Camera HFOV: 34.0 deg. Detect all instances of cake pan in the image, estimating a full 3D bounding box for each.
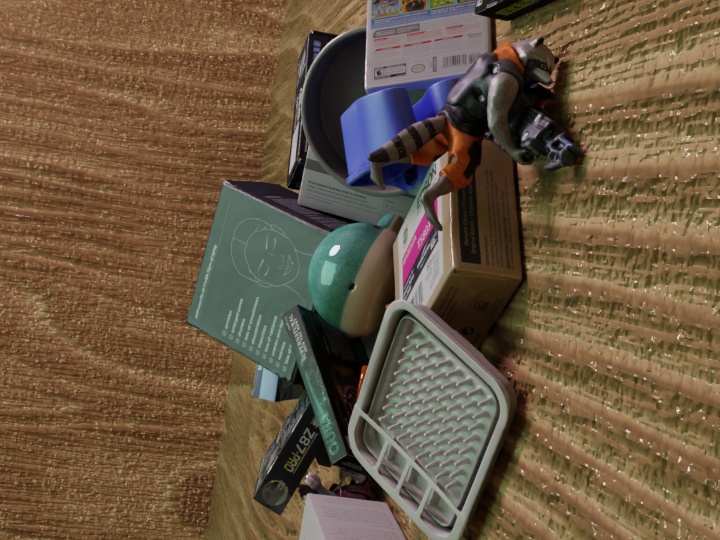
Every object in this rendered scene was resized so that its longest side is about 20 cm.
[{"bbox_3d":[0.027,-0.190,1.398,0.037,0.198,0.203,-40,-34,-65],"label":"cake pan"}]

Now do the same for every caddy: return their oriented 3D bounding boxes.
[{"bbox_3d":[0.056,-0.134,1.277,0.200,0.139,0.107,160,99,-77],"label":"caddy"}]

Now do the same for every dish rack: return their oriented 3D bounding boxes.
[{"bbox_3d":[0.071,0.141,1.123,0.171,0.043,0.202,43,131,35],"label":"dish rack"}]

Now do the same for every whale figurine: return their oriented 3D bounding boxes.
[{"bbox_3d":[0.000,0.000,1.402,0.200,0.103,0.161,-34,-33,-75],"label":"whale figurine"}]

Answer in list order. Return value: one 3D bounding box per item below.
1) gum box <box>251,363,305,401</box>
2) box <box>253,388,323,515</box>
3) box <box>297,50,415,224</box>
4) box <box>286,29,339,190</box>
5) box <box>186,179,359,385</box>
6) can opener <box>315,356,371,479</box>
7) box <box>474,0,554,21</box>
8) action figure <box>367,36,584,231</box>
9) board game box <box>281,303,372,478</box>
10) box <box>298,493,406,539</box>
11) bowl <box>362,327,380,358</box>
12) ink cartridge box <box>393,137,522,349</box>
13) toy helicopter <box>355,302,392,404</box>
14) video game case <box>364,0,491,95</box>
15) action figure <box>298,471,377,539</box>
[{"bbox_3d":[-0.083,0.102,1.755,0.199,0.044,0.173,6,-86,-64],"label":"gum box"},{"bbox_3d":[-0.079,0.217,1.544,0.162,0.049,0.200,-57,4,2],"label":"box"},{"bbox_3d":[0.016,-0.160,1.460,0.041,0.154,0.203,-54,-21,-70],"label":"box"},{"bbox_3d":[-0.007,-0.204,1.590,0.086,0.161,0.203,125,152,-65],"label":"box"},{"bbox_3d":[-0.098,0.012,1.520,0.195,0.123,0.203,26,106,31],"label":"box"},{"bbox_3d":[-0.014,0.194,1.558,0.054,0.066,0.202,-81,7,-55],"label":"can opener"},{"bbox_3d":[0.170,-0.357,1.143,0.193,0.047,0.203,-164,81,-80],"label":"box"},{"bbox_3d":[0.109,-0.131,1.051,0.194,0.105,0.200,-47,25,-3],"label":"action figure"},{"bbox_3d":[-0.016,0.145,1.362,0.028,0.135,0.202,-34,55,20],"label":"board game box"},{"bbox_3d":[-0.012,0.365,1.345,0.200,0.105,0.155,-135,55,-76],"label":"box"},{"bbox_3d":[-0.025,0.065,1.664,0.201,0.089,0.204,-172,90,-78],"label":"bowl"},{"bbox_3d":[0.093,-0.010,1.193,0.201,0.074,0.167,113,160,-53],"label":"ink cartridge box"},{"bbox_3d":[0.050,0.064,1.357,0.201,0.078,0.134,-77,-3,-54],"label":"toy helicopter"},{"bbox_3d":[0.077,-0.291,1.331,0.018,0.141,0.203,60,-152,-57],"label":"video game case"},{"bbox_3d":[-0.027,0.325,1.483,0.201,0.148,0.134,-56,-4,-1],"label":"action figure"}]
